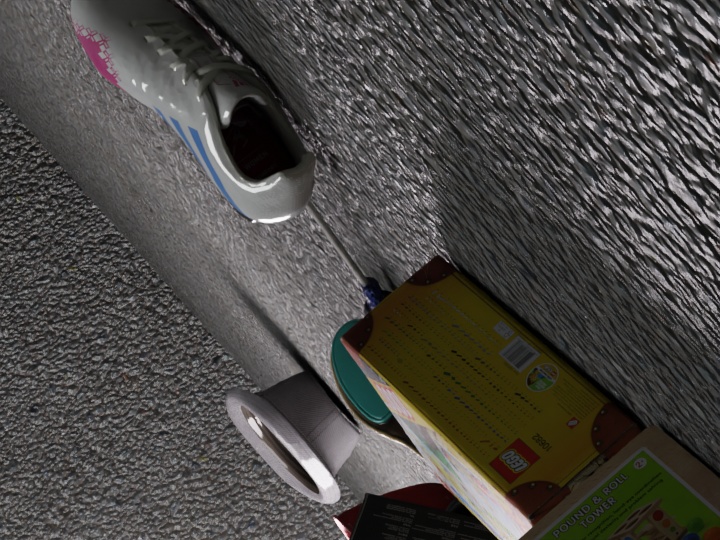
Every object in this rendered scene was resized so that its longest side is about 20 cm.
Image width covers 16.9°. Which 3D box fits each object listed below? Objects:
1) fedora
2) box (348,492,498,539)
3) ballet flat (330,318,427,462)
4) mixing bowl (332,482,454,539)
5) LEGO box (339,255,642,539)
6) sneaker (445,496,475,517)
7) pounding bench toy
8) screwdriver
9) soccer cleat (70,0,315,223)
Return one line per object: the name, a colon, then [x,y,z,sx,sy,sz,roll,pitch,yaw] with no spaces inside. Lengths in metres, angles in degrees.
fedora: [-0.065,0.177,2.752,0.177,0.090,0.200,48,167,-1]
box: [0.101,0.218,1.562,0.200,0.044,0.160,12,151,17]
ballet flat: [0.046,0.104,1.731,0.063,0.069,0.200,37,-175,-43]
mixing bowl: [0.078,0.272,2.257,0.200,0.108,0.200,49,173,9]
LEGO box: [0.095,0.103,1.332,0.200,0.077,0.149,42,170,49]
sneaker: [0.101,0.184,1.656,0.098,0.071,0.200,15,169,1]
pounding bench toy: [0.131,0.213,1.174,0.124,0.200,0.156,41,169,50]
screwdriver: [0.000,0.000,1.613,0.029,0.028,0.200,10,151,28]
soccer cleat: [-0.097,-0.117,1.479,0.200,0.070,0.086,47,157,6]
